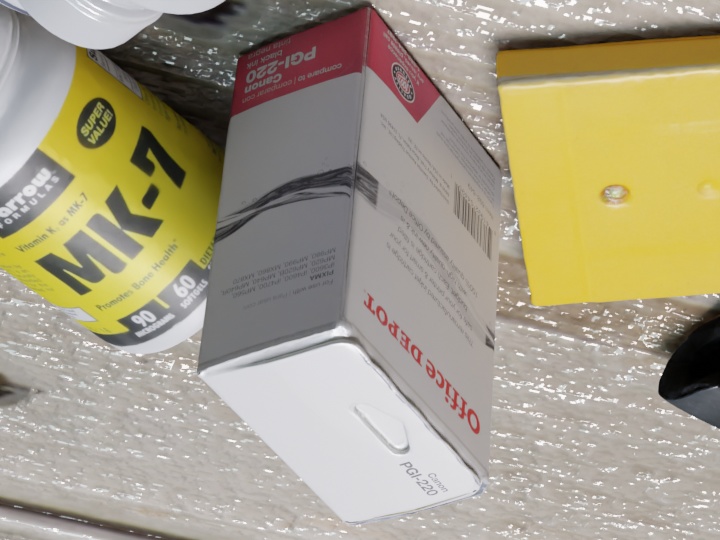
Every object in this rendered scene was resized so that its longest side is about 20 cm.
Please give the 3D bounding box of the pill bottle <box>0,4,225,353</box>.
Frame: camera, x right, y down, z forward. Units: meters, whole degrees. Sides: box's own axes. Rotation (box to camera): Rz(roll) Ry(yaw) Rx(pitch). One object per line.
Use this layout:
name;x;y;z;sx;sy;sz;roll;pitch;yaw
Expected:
pill bottle;-0.152;-0.054;1.326;0.114;0.114;0.200;-27;133;31

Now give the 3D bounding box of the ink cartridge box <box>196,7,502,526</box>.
ink cartridge box;0.000;0.000;1.314;0.085;0.200;0.146;-18;136;24

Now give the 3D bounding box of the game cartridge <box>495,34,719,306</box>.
game cartridge;0.176;-0.053;1.377;0.200;0.032;0.176;-5;140;6

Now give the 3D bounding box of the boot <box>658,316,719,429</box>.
boot;0.247;0.103;1.531;0.200;0.066;0.165;25;128;-29

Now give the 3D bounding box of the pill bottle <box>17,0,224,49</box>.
pill bottle;-0.067;-0.180;1.167;0.112;0.112;0.200;29;135;-29

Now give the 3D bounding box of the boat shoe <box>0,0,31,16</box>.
boat shoe;-0.215;-0.168;1.224;0.200;0.071;0.070;31;134;-27
